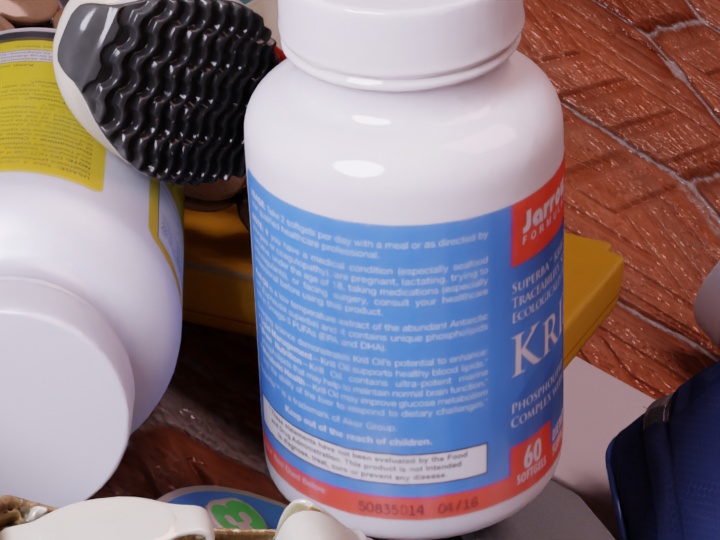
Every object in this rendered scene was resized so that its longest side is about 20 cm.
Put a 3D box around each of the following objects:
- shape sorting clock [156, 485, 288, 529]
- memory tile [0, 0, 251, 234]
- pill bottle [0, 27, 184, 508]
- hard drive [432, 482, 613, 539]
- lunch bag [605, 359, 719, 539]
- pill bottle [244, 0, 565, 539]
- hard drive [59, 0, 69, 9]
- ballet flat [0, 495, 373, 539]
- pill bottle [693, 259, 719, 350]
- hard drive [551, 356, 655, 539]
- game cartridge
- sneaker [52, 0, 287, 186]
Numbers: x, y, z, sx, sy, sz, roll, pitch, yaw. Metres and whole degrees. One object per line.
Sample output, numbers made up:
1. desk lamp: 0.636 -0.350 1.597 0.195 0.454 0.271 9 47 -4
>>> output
1. shape sorting clock: 0.004 0.145 0.955 0.200 0.039 0.200 32 22 -15
2. memory tile: -0.082 -0.082 1.126 0.200 0.017 0.153 28 32 -4
3. pill bottle: -0.118 0.001 0.959 0.112 0.112 0.200 30 22 -17
4. hard drive: 0.074 0.126 1.032 0.139 0.033 0.200 31 12 -35
5. lunch bag: 0.185 0.121 1.145 0.136 0.132 0.200 24 40 -32
6. pill bottle: 0.016 -0.016 0.954 0.112 0.201 0.112 -2 31 1
7. hard drive: -0.174 -0.115 1.181 0.200 0.033 0.140 23 17 -27
8. ballet flat: -0.042 0.103 0.855 0.199 0.065 0.071 3 41 -24
9. pill bottle: 0.266 0.067 1.424 0.111 0.111 0.200 7 36 -52
10. hard drive: 0.105 0.081 1.261 0.200 0.025 0.132 28 23 -23
11. game cartridge: 0.000 0.000 1.141 0.199 0.033 0.176 15 17 14
12. sneaker: -0.068 -0.082 0.987 0.093 0.071 0.200 31 15 25
